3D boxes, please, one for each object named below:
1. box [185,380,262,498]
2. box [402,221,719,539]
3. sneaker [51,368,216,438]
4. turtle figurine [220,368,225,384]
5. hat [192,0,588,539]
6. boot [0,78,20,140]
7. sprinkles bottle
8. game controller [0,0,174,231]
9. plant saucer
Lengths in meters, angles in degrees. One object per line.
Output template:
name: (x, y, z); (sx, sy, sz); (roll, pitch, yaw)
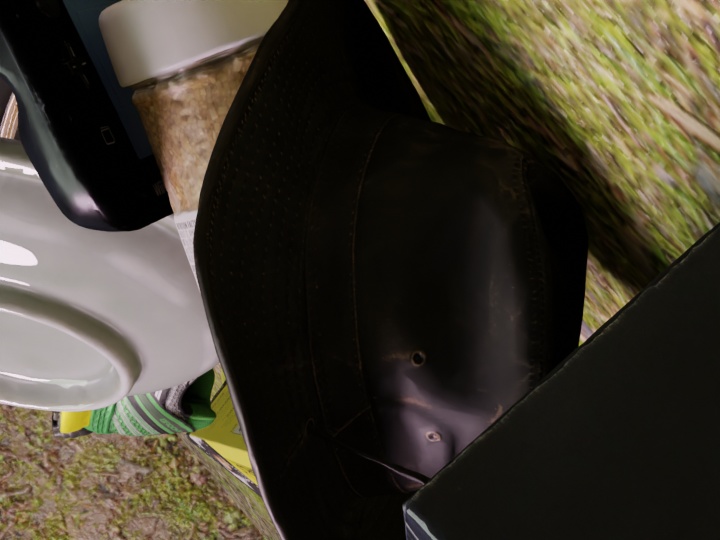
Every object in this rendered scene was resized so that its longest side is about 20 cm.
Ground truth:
box: (-0.030, 0.093, 1.301); (0.075, 0.050, 0.200); (40, 169, -13)
box: (0.119, 0.115, 0.689); (0.197, 0.124, 0.200); (49, 171, 14)
sneaker: (-0.093, -0.002, 1.124); (0.201, 0.084, 0.078); (97, 173, -49)
turtle figurine: (-0.070, 0.029, 1.423); (0.199, 0.065, 0.162); (25, 155, 29)
hat: (0.026, 0.009, 0.763); (0.080, 0.202, 0.201); (-1, 145, 23)
boot: (-0.209, -0.095, 1.130); (0.077, 0.138, 0.201); (42, 135, 45)
sprinkles bottle: (-0.025, -0.005, 0.864); (0.068, 0.068, 0.201); (-176, 65, -77)
game controller: (-0.084, -0.071, 0.916); (0.105, 0.042, 0.200); (56, -163, -1)
plant saucer: (-0.136, 0.012, 1.005); (0.199, 0.051, 0.200); (9, 155, 4)
